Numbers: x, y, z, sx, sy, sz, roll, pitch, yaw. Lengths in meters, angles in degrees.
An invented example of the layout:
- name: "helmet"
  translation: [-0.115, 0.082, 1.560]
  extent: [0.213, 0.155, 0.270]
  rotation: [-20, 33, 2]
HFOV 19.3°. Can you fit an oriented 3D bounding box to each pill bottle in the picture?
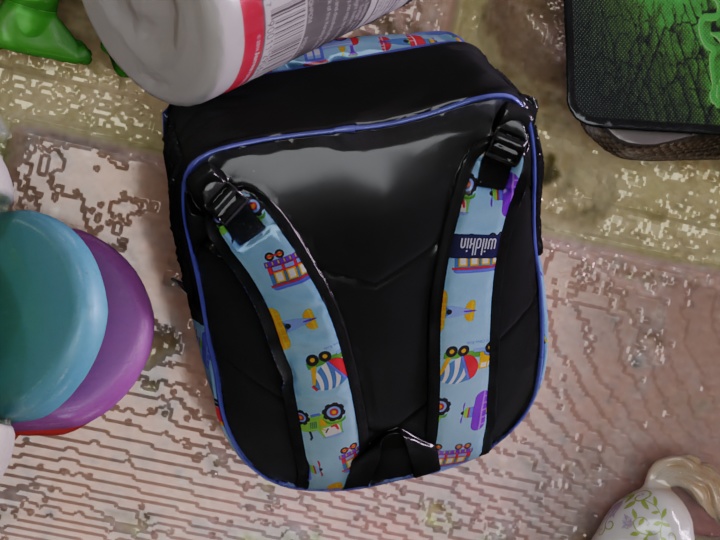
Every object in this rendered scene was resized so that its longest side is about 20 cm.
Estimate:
- name: "pill bottle"
  translation: [-0.028, -0.164, 1.007]
  extent: [0.200, 0.111, 0.111]
  rotation: [-30, 98, -33]

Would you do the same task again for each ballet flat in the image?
- name: "ballet flat"
  translation: [0.209, -0.081, 1.116]
  extent: [0.200, 0.046, 0.067]
  rotation: [-3, 78, -15]

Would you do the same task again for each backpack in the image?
- name: "backpack"
  translation: [0.000, 0.000, 1.032]
  extent: [0.182, 0.135, 0.200]
  rotation: [-12, 119, -8]

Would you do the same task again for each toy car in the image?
- name: "toy car"
  translation: [-0.172, 0.029, 0.974]
  extent: [0.150, 0.200, 0.175]
  rotation: [1, 78, -15]

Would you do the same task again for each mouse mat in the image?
- name: "mouse mat"
  translation: [0.181, -0.167, 1.096]
  extent: [0.161, 0.008, 0.200]
  rotation: [2, 78, -12]

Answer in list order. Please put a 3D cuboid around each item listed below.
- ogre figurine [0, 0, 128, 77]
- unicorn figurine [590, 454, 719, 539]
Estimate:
- name: "ogre figurine"
  translation: [-0.177, -0.170, 1.013]
  extent: [0.200, 0.098, 0.120]
  rotation: [18, 101, 1]
- name: "unicorn figurine"
  translation: [0.128, 0.178, 1.103]
  extent: [0.137, 0.074, 0.200]
  rotation: [42, 69, -9]
